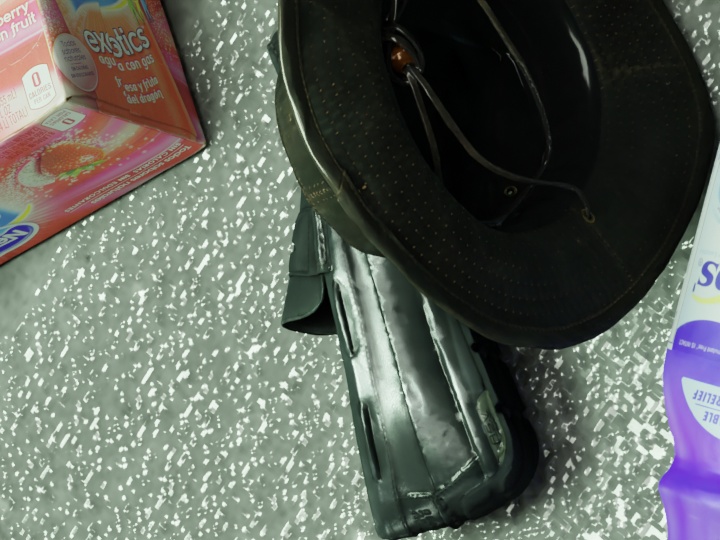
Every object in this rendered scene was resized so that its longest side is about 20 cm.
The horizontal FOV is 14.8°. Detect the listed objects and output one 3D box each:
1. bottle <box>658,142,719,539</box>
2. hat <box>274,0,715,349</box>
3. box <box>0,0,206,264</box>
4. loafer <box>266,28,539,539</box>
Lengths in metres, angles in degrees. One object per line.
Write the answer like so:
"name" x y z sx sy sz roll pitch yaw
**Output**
"bottle" 0.143 0.031 0.919 0.083 0.065 0.201 16 91 35
"hat" 0.028 -0.056 0.947 0.081 0.200 0.202 -26 68 44
"box" -0.176 -0.058 1.121 0.199 0.095 0.103 -29 68 25
"loafer" 0.000 0.000 1.012 0.070 0.068 0.201 -24 73 12
